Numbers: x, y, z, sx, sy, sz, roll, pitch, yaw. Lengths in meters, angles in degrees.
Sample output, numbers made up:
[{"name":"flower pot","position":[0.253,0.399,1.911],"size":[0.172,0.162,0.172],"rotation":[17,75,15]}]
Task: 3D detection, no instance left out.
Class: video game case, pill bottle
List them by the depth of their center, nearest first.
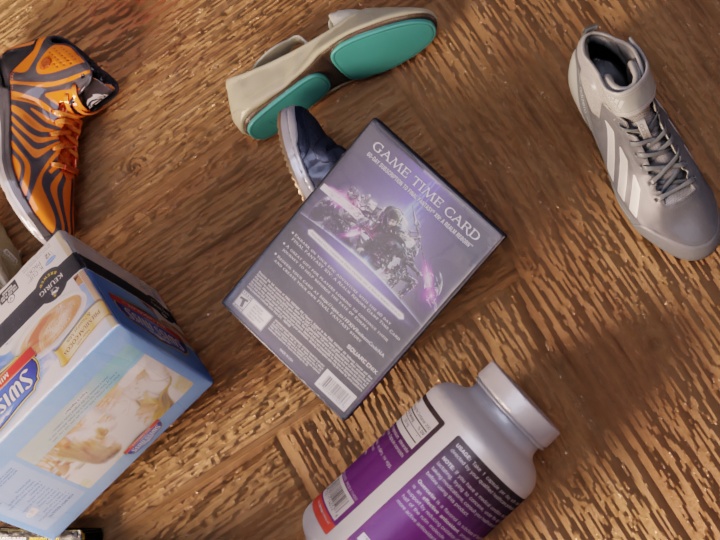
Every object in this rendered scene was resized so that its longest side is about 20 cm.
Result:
[{"name":"pill bottle","position":[0.058,0.167,0.920],"size":[0.200,0.112,0.113],"rotation":[-43,74,4]},{"name":"video game case","position":[0.000,0.000,0.950],"size":[0.143,0.019,0.200],"rotation":[43,102,9]}]

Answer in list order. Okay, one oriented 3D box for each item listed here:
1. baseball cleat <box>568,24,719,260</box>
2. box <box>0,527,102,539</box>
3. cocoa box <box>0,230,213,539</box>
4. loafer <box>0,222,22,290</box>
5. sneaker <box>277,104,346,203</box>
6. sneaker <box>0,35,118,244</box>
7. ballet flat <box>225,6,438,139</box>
[{"name":"baseball cleat","position":[0.220,-0.100,0.926],"size":[0.070,0.106,0.201],"rotation":[-32,77,2]},{"name":"box","position":[-0.324,0.305,1.024],"size":[0.199,0.049,0.161],"rotation":[-2,79,13]},{"name":"cocoa box","position":[-0.251,0.098,0.977],"size":[0.200,0.133,0.131],"rotation":[-44,50,4]},{"name":"loafer","position":[-0.333,0.010,1.066],"size":[0.075,0.068,0.201],"rotation":[-15,94,15]},{"name":"sneaker","position":[0.011,-0.064,0.989],"size":[0.108,0.070,0.201],"rotation":[-26,83,13]},{"name":"sneaker","position":[-0.270,-0.126,1.065],"size":[0.111,0.078,0.201],"rotation":[-22,77,10]},{"name":"ballet flat","position":[-0.030,-0.189,1.026],"size":[0.199,0.069,0.070],"rotation":[-28,76,8]}]
